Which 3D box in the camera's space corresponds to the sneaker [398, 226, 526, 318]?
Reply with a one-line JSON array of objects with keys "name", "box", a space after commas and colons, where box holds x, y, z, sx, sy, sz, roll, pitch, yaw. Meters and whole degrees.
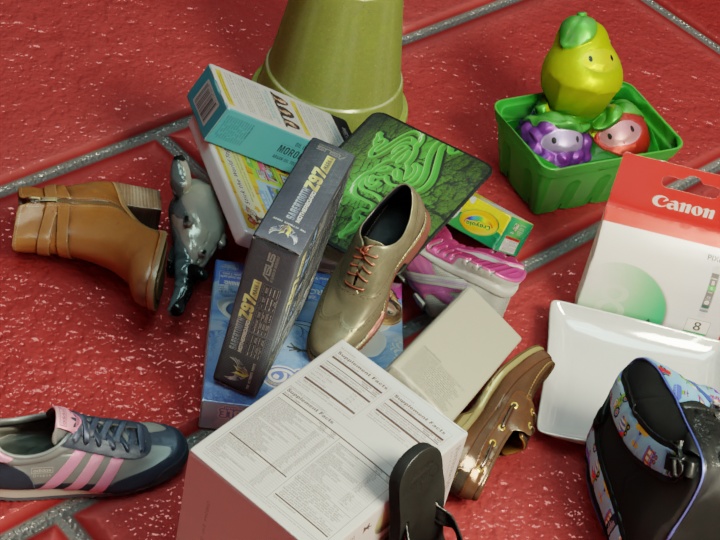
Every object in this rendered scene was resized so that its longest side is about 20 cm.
[{"name": "sneaker", "box": [0.075, 0.004, 1.642, 0.199, 0.089, 0.081, 28, 24, 33]}]

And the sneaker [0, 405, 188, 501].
[{"name": "sneaker", "box": [-0.248, 0.157, 1.394, 0.199, 0.082, 0.070, -6, 44, -21]}]

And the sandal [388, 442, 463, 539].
[{"name": "sandal", "box": [0.057, 0.230, 1.305, 0.045, 0.201, 0.075, 27, 50, 31]}]

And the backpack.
[{"name": "backpack", "box": [0.292, 0.187, 1.437, 0.134, 0.183, 0.200, 9, 31, -17]}]

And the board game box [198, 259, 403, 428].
[{"name": "board game box", "box": [-0.056, 0.081, 1.557, 0.199, 0.044, 0.200, 7, 43, -7]}]

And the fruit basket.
[{"name": "fruit basket", "box": [0.265, -0.187, 1.816, 0.214, 0.216, 0.156, -11, 47, -25]}]

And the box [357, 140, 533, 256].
[{"name": "box", "box": [0.087, -0.083, 1.728, 0.199, 0.049, 0.117, 32, 7, 18]}]

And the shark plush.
[{"name": "shark plush", "box": [-0.173, -0.024, 1.626, 0.091, 0.083, 0.201, 22, 41, -34]}]

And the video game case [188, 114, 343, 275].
[{"name": "video game case", "box": [-0.086, -0.076, 1.679, 0.181, 0.023, 0.201, 19, 33, -39]}]

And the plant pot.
[{"name": "plant pot", "box": [-0.022, -0.279, 1.851, 0.199, 0.191, 0.201, 8, 41, -7]}]

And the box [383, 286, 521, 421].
[{"name": "box", "box": [0.078, 0.096, 1.511, 0.082, 0.068, 0.200, 46, 33, 4]}]

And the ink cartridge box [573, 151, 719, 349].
[{"name": "ink cartridge box", "box": [0.327, -0.016, 1.642, 0.160, 0.201, 0.050, 14, 42, 1]}]

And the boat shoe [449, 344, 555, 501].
[{"name": "boat shoe", "box": [0.137, 0.151, 1.514, 0.067, 0.072, 0.200, 35, 51, 15]}]

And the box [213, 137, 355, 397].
[{"name": "box", "box": [-0.073, -0.002, 1.460, 0.051, 0.201, 0.158, 22, 44, 3]}]

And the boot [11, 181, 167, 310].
[{"name": "boot", "box": [-0.279, -0.030, 1.594, 0.154, 0.077, 0.201, 2, 40, -14]}]

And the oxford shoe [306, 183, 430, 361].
[{"name": "oxford shoe", "box": [0.000, 0.000, 1.526, 0.070, 0.075, 0.201, 21, 71, 19]}]

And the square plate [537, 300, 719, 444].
[{"name": "square plate", "box": [0.284, 0.125, 1.607, 0.199, 0.029, 0.199, 14, 42, 1]}]

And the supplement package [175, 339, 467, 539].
[{"name": "supplement package", "box": [-0.036, 0.197, 1.352, 0.150, 0.152, 0.200, 35, 46, 23]}]

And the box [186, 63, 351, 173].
[{"name": "box", "box": [-0.091, -0.155, 1.713, 0.199, 0.049, 0.083, 19, 32, -38]}]

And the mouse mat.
[{"name": "mouse mat", "box": [0.026, -0.085, 1.643, 0.160, 0.008, 0.200, 28, 52, 22]}]
